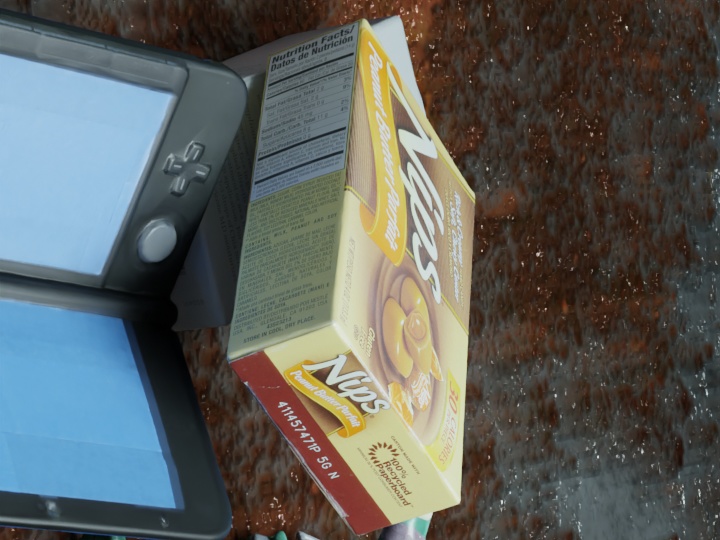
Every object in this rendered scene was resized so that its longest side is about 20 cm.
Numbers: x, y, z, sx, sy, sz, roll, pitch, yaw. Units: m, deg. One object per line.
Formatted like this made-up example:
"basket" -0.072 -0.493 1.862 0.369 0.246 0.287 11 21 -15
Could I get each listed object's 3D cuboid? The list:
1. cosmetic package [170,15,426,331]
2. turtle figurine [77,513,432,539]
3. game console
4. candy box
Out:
"cosmetic package" -0.047 -0.047 1.314 0.200 0.071 0.102 -27 107 -54
"turtle figurine" -0.021 0.141 1.258 0.199 0.149 0.101 8 63 -41
"game console" -0.120 0.001 1.114 0.199 0.118 0.171 10 109 -44
"candy box" 0.000 0.000 1.216 0.116 0.055 0.201 57 24 -35
